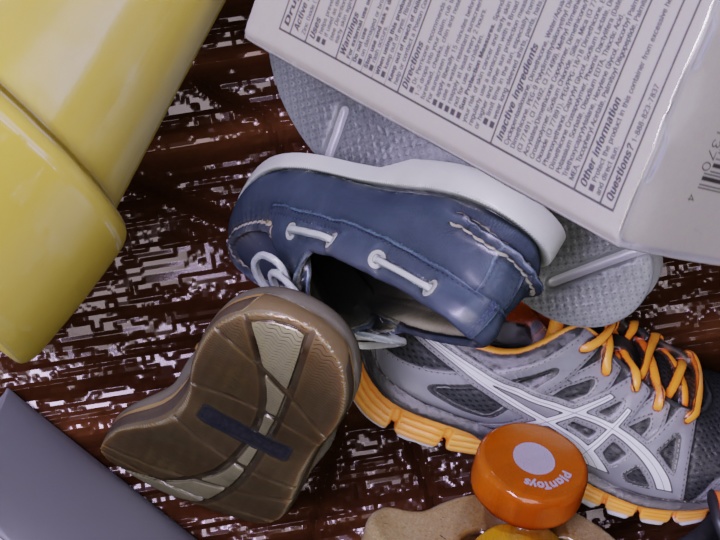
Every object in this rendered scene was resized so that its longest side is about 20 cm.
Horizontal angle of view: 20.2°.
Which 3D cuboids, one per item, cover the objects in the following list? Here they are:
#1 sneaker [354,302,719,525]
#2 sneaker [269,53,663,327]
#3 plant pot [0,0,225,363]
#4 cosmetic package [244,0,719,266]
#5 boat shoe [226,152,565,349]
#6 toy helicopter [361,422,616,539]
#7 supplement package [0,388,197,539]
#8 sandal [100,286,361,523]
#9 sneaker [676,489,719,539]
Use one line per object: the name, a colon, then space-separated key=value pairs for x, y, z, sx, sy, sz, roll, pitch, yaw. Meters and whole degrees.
sneaker: x=0.096 y=0.046 z=0.848 sx=0.199 sy=0.079 sz=0.078 roll=13 pitch=129 yaw=-8
sneaker: x=0.043 y=-0.050 z=0.837 sx=0.200 sy=0.080 sz=0.071 roll=42 pitch=108 yaw=12
plant pot: x=-0.144 y=-0.099 z=0.759 sx=0.200 sy=0.201 sz=0.189 roll=40 pitch=81 yaw=-11
cosmetic package: x=0.063 y=-0.087 z=0.699 sx=0.087 sy=0.200 sz=0.104 roll=8 pitch=109 yaw=-45
boat shoe: x=0.000 y=0.000 z=0.782 sx=0.075 sy=0.199 sz=0.062 roll=42 pitch=69 yaw=-31
toy helicopter: x=0.026 y=0.145 z=0.770 sx=0.199 sy=0.132 sz=0.079 roll=-13 pitch=136 yaw=-29
supplement package: x=-0.109 y=0.169 z=0.828 sx=0.200 sy=0.156 sz=0.111 roll=41 pitch=97 yaw=-11
sandal: x=-0.045 y=0.049 z=0.811 sx=0.080 sy=0.200 sz=0.054 roll=30 pitch=57 yaw=-6
sneaker: x=0.121 y=0.164 z=0.866 sx=0.090 sy=0.070 sz=0.200 roll=29 pitch=120 yaw=-21
